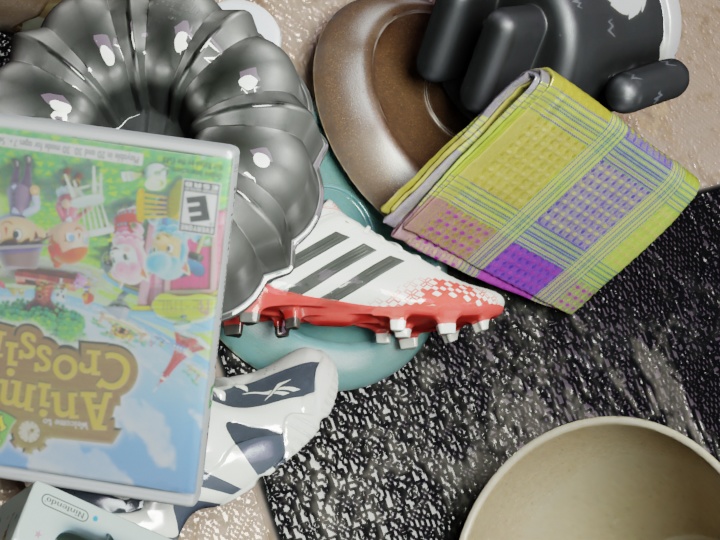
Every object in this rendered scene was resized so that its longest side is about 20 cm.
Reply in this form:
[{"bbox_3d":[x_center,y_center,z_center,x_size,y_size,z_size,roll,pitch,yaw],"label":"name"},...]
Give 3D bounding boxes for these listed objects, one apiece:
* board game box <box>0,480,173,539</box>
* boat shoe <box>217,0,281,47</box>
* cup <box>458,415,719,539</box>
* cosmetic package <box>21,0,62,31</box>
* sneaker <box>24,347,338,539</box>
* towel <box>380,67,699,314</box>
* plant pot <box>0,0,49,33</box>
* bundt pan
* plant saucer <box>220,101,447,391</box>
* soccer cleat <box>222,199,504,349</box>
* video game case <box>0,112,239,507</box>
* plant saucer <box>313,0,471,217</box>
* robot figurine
[{"bbox_3d":[-0.128,0.220,0.612,0.147,0.064,0.200,29,56,-20],"label":"board game box"},{"bbox_3d":[-0.134,-0.087,0.795,0.200,0.068,0.072,-37,80,-12],"label":"boat shoe"},{"bbox_3d":[0.178,0.202,0.816,0.143,0.200,0.201,27,58,-48],"label":"cup"},{"bbox_3d":[-0.133,-0.216,0.760,0.071,0.200,0.105,8,68,-29],"label":"cosmetic package"},{"bbox_3d":[-0.110,0.071,0.744,0.199,0.079,0.130,-37,101,-24],"label":"sneaker"},{"bbox_3d":[0.122,-0.046,0.863,0.200,0.144,0.023,24,30,-42],"label":"towel"},{"bbox_3d":[-0.264,-0.219,0.704,0.198,0.200,0.201,7,69,-37],"label":"plant pot"},{"bbox_3d":[-0.116,-0.068,0.717,0.202,0.076,0.202,1,76,-3],"label":"bundt pan"},{"bbox_3d":[-0.023,-0.022,0.861,0.200,0.027,0.200,10,68,-26],"label":"plant saucer"},{"bbox_3d":[0.000,0.000,0.812,0.200,0.069,0.085,4,75,-24],"label":"soccer cleat"},{"bbox_3d":[-0.168,0.015,0.661,0.200,0.022,0.182,8,100,3],"label":"video game case"},{"bbox_3d":[0.058,-0.108,0.915,0.200,0.032,0.200,18,58,-31],"label":"plant saucer"},{"bbox_3d":[0.129,-0.161,0.892,0.200,0.125,0.150,-16,85,-43],"label":"robot figurine"}]
